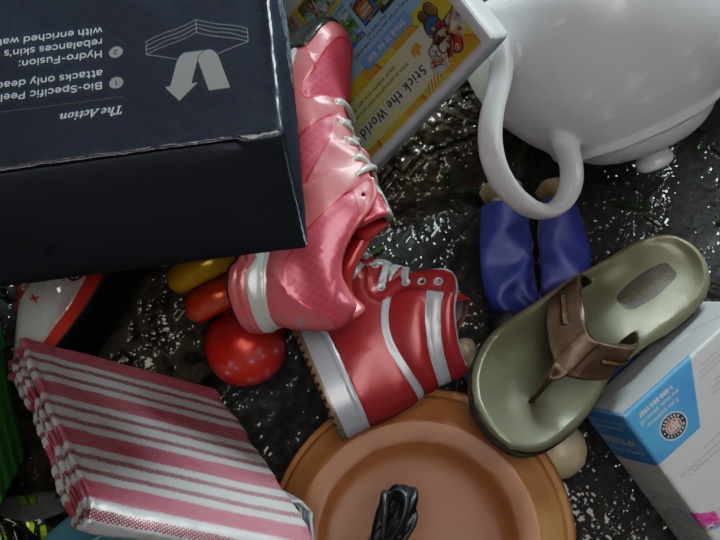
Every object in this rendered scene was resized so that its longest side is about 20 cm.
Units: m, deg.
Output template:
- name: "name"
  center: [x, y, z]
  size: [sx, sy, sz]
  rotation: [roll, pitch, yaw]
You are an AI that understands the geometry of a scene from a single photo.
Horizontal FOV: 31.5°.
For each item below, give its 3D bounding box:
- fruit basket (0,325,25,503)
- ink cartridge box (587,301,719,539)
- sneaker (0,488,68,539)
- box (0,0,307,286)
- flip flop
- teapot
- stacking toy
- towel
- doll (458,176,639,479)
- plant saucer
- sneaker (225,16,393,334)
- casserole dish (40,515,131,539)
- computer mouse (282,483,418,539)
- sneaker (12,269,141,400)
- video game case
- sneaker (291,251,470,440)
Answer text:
- name: "fruit basket"
  center: [-0.278, 0.050, 0.749]
  size: [0.155, 0.216, 0.216]
  rotation: [-26, 81, -8]
- name: "ink cartridge box"
  center: [0.252, 0.133, 0.826]
  size: [0.115, 0.068, 0.200]
  rotation: [-38, 97, -12]
- name: "sneaker"
  center: [-0.201, 0.168, 0.782]
  size: [0.199, 0.083, 0.071]
  rotation: [-22, 79, -1]
- name: "box"
  center: [-0.138, -0.111, 0.700]
  size: [0.196, 0.118, 0.201]
  rotation: [-7, 61, 1]
- name: "flip flop"
  center: [0.147, 0.038, 0.801]
  size: [0.200, 0.058, 0.081]
  rotation: [-34, 75, -20]
- name: "teapot"
  center: [0.165, -0.131, 0.839]
  size: [0.199, 0.197, 0.146]
  rotation: [-22, 101, 8]
- name: "stacking toy"
  center: [-0.109, -0.017, 0.842]
  size: [0.085, 0.085, 0.200]
  rotation: [-23, 85, -8]
- name: "towel"
  center: [-0.117, 0.107, 0.732]
  size: [0.146, 0.200, 0.030]
  rotation: [19, 104, -32]
- name: "doll"
  center: [0.128, 0.039, 0.860]
  size: [0.136, 0.048, 0.201]
  rotation: [-2, 78, -4]
- name: "plant saucer"
  center: [0.037, 0.174, 0.812]
  size: [0.199, 0.037, 0.201]
  rotation: [-1, 82, 8]
- name: "sneaker"
  center: [-0.017, -0.055, 0.777]
  size: [0.087, 0.074, 0.201]
  rotation: [7, 79, 19]
- name: "casserole dish"
  center: [-0.162, 0.193, 0.759]
  size: [0.200, 0.121, 0.039]
  rotation: [-41, 51, 17]
- name: "computer mouse"
  center: [-0.057, 0.166, 0.792]
  size: [0.200, 0.044, 0.110]
  rotation: [11, 90, 32]
- name: "sneaker"
  center: [-0.196, -0.021, 0.812]
  size: [0.108, 0.067, 0.202]
  rotation: [38, 116, 15]
- name: "video game case"
  center: [-0.023, -0.158, 0.828]
  size: [0.182, 0.200, 0.023]
  rotation: [53, 42, 7]
- name: "sneaker"
  center: [0.000, 0.000, 0.833]
  size: [0.112, 0.071, 0.200]
  rotation: [-23, 70, -2]
